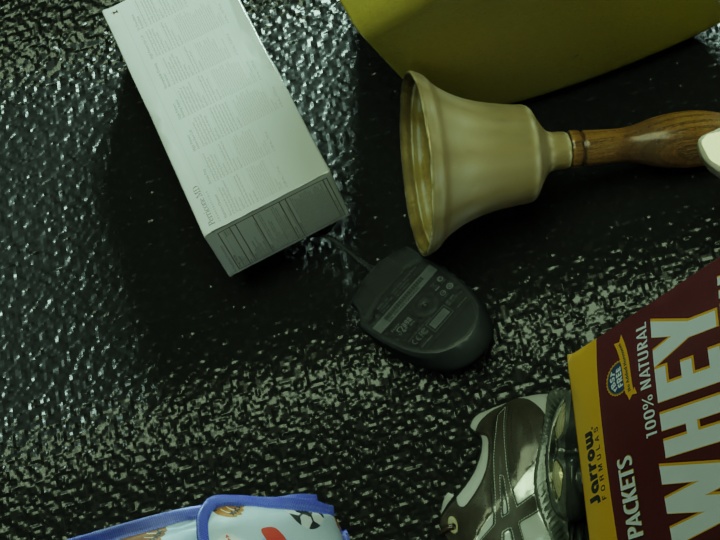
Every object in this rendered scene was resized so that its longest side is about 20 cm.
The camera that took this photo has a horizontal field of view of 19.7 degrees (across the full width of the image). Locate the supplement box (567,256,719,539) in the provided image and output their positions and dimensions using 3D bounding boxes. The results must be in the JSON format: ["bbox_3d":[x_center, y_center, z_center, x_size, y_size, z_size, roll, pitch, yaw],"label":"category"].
[{"bbox_3d":[0.237,0.076,0.950,0.200,0.197,0.133,-38,46,45],"label":"supplement box"}]

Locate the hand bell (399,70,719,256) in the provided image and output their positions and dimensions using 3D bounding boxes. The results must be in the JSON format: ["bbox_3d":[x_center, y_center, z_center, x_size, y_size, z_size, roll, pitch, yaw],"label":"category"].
[{"bbox_3d":[0.128,-0.068,1.170,0.200,0.104,0.104,-5,63,-7],"label":"hand bell"}]

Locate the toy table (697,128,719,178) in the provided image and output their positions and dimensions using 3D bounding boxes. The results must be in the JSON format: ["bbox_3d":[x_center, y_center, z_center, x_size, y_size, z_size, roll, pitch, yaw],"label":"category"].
[{"bbox_3d":[0.286,-0.052,1.080,0.200,0.184,0.117,-19,78,-6],"label":"toy table"}]

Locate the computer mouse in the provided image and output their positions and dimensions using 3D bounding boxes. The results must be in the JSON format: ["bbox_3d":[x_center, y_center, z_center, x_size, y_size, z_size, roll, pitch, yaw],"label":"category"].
[{"bbox_3d":[0.000,0.000,1.202,0.059,0.034,0.200,-46,56,-11],"label":"computer mouse"}]

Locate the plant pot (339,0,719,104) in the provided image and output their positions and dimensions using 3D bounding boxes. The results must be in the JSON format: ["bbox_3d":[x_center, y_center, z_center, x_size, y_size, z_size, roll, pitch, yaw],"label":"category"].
[{"bbox_3d":[0.067,-0.206,1.196,0.176,0.200,0.200,-34,61,9],"label":"plant pot"}]

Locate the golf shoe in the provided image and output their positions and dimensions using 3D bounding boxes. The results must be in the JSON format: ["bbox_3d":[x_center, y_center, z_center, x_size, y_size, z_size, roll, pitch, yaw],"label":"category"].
[{"bbox_3d":[0.085,0.160,1.084,0.094,0.078,0.200,-4,61,32],"label":"golf shoe"}]

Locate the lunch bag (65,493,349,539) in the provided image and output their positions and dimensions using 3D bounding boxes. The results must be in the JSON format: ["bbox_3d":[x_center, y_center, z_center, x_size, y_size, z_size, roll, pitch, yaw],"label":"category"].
[{"bbox_3d":[-0.086,0.215,1.069,0.200,0.124,0.170,-12,61,-10],"label":"lunch bag"}]

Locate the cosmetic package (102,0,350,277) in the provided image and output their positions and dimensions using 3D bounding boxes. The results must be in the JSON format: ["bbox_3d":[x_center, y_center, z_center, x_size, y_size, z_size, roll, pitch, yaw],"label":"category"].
[{"bbox_3d":[-0.083,-0.096,1.241,0.082,0.051,0.200,-26,53,-1],"label":"cosmetic package"}]
